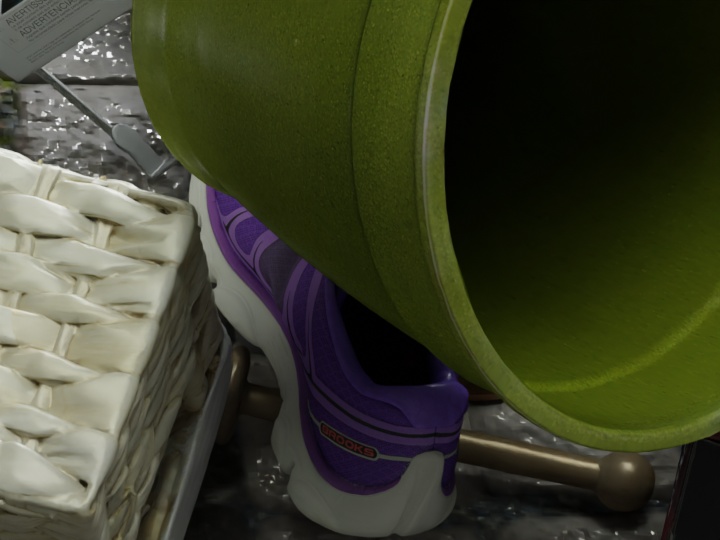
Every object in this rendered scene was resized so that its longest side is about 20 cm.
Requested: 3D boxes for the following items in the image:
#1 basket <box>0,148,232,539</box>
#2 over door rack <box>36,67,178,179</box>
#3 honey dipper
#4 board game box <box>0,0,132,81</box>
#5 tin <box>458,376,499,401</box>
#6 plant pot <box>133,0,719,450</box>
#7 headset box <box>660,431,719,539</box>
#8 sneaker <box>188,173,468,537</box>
[{"bbox_3d":[-0.152,0.033,0.941,0.200,0.123,0.136,14,60,5],"label":"basket"},{"bbox_3d":[-0.184,-0.054,1.115,0.200,0.067,0.148,33,45,6],"label":"over door rack"},{"bbox_3d":[0.008,0.058,1.034,0.200,0.038,0.038,13,41,1],"label":"honey dipper"},{"bbox_3d":[-0.098,-0.182,1.134,0.035,0.126,0.200,36,37,-37],"label":"board game box"},{"bbox_3d":[0.046,-0.027,1.138,0.112,0.042,0.200,10,40,8],"label":"tin"},{"bbox_3d":[0.034,-0.066,0.878,0.200,0.200,0.193,-25,27,-33],"label":"plant pot"},{"bbox_3d":[0.146,0.065,0.961,0.077,0.149,0.200,13,40,7],"label":"headset box"},{"bbox_3d":[0.000,0.000,1.006,0.081,0.083,0.200,0,43,-26],"label":"sneaker"}]
